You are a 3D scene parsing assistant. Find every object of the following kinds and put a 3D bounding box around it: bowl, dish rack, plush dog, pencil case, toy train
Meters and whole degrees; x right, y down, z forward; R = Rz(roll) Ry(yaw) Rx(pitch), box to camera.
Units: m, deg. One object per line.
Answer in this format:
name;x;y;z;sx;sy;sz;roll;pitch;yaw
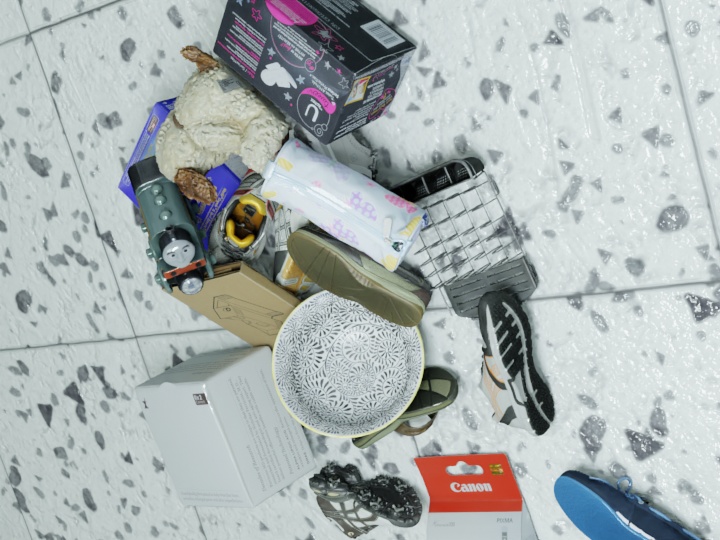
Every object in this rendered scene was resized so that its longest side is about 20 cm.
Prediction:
bowl;-0.011;0.128;1.660;0.200;0.094;0.201;-2;76;7
dish rack;0.123;-0.033;1.532;0.153;0.055;0.200;-22;96;42
plush dog;-0.197;-0.182;1.580;0.172;0.160;0.200;-49;33;22
pencil case;-0.021;-0.078;1.495;0.200;0.091;0.083;31;121;4
toy train;-0.250;-0.059;1.632;0.114;0.085;0.200;74;174;-46

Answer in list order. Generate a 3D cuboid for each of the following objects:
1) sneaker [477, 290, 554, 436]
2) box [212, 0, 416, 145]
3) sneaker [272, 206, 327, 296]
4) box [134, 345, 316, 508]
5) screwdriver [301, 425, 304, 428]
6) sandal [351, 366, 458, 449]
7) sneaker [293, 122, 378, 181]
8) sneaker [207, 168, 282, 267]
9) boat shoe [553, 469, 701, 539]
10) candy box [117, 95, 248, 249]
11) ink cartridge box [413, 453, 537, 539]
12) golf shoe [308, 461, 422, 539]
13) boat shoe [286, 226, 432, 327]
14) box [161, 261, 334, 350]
sneaker;0.172;0.116;1.538;0.080;0.074;0.200;4;121;43
box;-0.057;-0.267;1.513;0.200;0.132;0.115;41;133;16
sneaker;-0.085;-0.057;1.682;0.088;0.076;0.200;39;125;34
box;-0.199;0.229;1.829;0.199;0.131;0.200;-10;103;51
screwdriver;-0.047;0.166;1.780;0.028;0.029;0.200;47;124;11
sandal;0.066;0.190;1.675;0.057;0.080;0.201;38;136;-18
sneaker;-0.003;-0.117;1.579;0.200;0.082;0.075;61;165;-25
sneaker;-0.161;-0.052;1.631;0.078;0.082;0.200;28;133;0
boat shoe;0.328;0.308;1.521;0.200;0.069;0.084;38;137;20
candy box;-0.226;-0.118;1.749;0.200;0.077;0.169;45;129;14
ink cartridge box;0.154;0.347;1.683;0.160;0.047;0.200;-10;106;40
golf shoe;0.015;0.340;1.775;0.200;0.078;0.095;14;122;46
boat shoe;0.001;0.000;1.613;0.201;0.066;0.072;30;137;7
box;-0.149;0.054;1.719;0.163;0.021;0.200;-13;144;41
